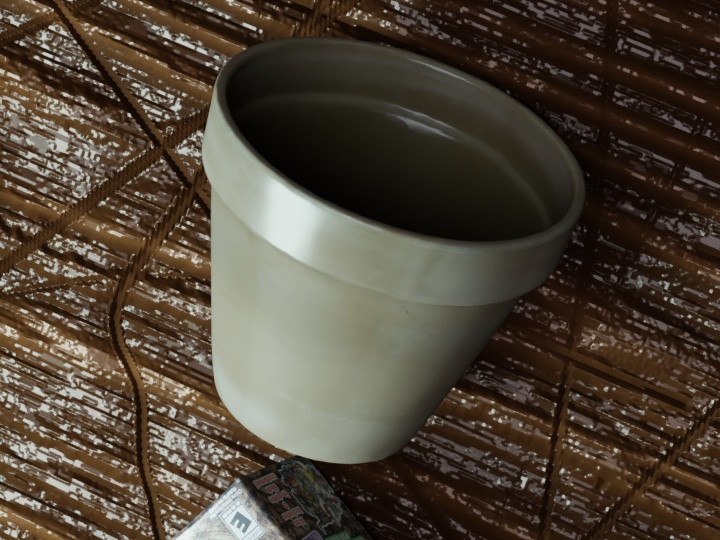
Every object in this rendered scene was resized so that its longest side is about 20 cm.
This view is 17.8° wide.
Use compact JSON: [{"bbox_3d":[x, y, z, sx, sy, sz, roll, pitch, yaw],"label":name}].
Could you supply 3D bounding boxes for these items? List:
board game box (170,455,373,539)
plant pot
[{"bbox_3d":[-0.042,0.234,1.288,0.159,0.097,0.200,-43,80,18],"label":"board game box"},{"bbox_3d":[0.000,0.000,1.215,0.199,0.200,0.174,24,122,11],"label":"plant pot"}]
